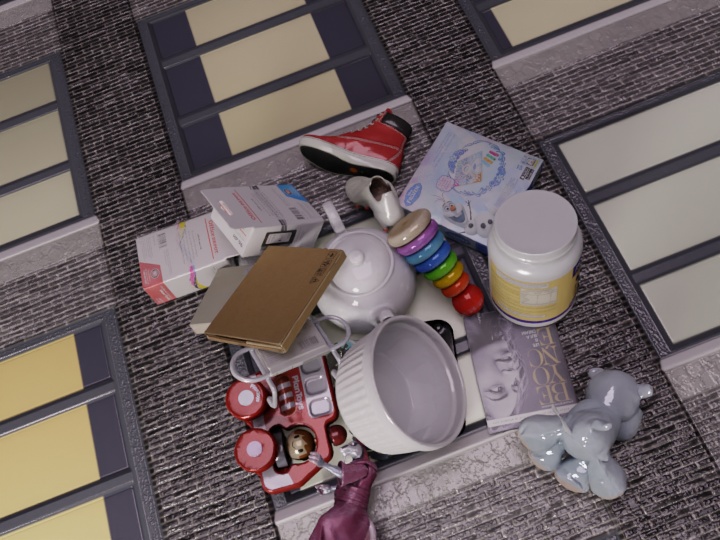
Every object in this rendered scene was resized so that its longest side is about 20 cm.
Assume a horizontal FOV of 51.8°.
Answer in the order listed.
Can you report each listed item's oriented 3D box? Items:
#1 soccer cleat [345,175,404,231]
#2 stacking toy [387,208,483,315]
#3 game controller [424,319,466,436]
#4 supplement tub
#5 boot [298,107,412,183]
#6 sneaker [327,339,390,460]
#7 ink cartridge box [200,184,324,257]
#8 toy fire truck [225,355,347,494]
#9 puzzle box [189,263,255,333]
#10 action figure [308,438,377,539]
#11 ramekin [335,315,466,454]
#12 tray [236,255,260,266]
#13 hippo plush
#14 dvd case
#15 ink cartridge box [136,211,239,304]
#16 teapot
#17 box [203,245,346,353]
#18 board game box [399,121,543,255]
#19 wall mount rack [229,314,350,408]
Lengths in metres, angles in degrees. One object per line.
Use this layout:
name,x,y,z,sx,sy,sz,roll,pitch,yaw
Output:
soccer cleat,0.025,-0.140,1.314,0.069,0.078,0.200,-20,32,-13
stacking toy,0.134,-0.003,1.230,0.085,0.085,0.200,-43,104,-11
game controller,0.111,0.179,1.212,0.104,0.042,0.201,-8,64,6
supplement tub,0.275,-0.017,1.176,0.145,0.200,0.146,-5,55,8
boot,-0.008,-0.256,1.415,0.199,0.072,0.145,15,68,7
sneaker,0.022,0.203,1.197,0.077,0.086,0.201,-24,80,42
ink cartridge box,-0.178,-0.088,1.295,0.199,0.068,0.116,-9,45,-43
toy fire truck,-0.112,0.241,1.179,0.167,0.112,0.201,-17,65,3
puzzle box,-0.176,0.041,1.232,0.199,0.025,0.133,-7,42,27
action figure,-0.011,0.343,1.107,0.148,0.134,0.201,13,71,14
ramekin,0.055,0.179,1.110,0.105,0.200,0.201,-31,56,40
tray,-0.162,-0.011,1.319,0.107,0.022,0.200,-26,47,-1
hippo plush,0.335,0.215,1.101,0.159,0.201,0.161,12,47,38
dvd case,0.261,0.155,1.212,0.148,0.016,0.201,-11,65,4
ink cartridge box,-0.298,-0.030,1.355,0.199,0.068,0.117,-19,59,1
teapot,0.000,0.000,1.254,0.199,0.146,0.198,15,69,16
box,-0.133,0.038,1.167,0.163,0.021,0.200,4,48,36
board game box,0.198,-0.151,1.346,0.198,0.043,0.200,27,73,19
wall mount rack,-0.121,0.119,1.168,0.199,0.075,0.174,-20,52,-23
